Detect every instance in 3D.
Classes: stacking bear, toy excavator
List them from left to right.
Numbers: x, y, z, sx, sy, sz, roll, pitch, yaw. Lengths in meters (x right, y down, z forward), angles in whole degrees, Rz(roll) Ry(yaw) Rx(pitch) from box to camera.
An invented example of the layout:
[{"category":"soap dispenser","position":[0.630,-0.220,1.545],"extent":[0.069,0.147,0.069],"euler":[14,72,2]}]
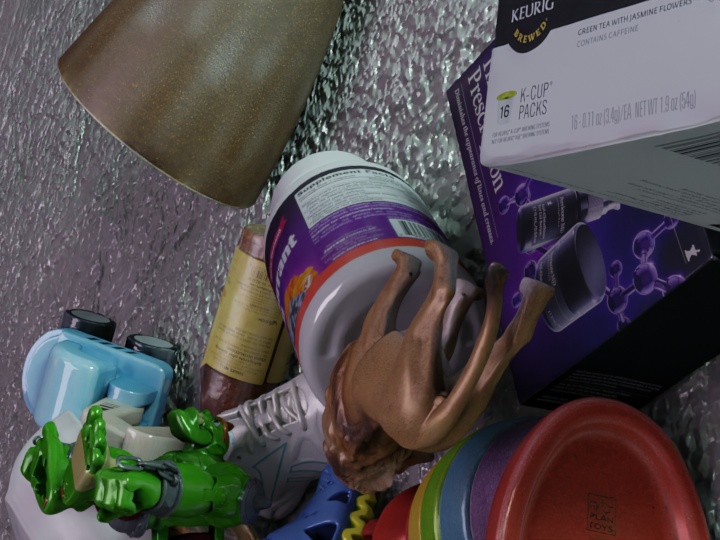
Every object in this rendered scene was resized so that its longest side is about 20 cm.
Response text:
[{"category":"toy excavator","position":[-0.209,0.113,1.095],"extent":[0.200,0.192,0.101],"euler":[-15,-58,-75]},{"category":"stacking bear","position":[0.071,0.139,0.685],"extent":[0.200,0.120,0.115],"euler":[-33,46,59]}]

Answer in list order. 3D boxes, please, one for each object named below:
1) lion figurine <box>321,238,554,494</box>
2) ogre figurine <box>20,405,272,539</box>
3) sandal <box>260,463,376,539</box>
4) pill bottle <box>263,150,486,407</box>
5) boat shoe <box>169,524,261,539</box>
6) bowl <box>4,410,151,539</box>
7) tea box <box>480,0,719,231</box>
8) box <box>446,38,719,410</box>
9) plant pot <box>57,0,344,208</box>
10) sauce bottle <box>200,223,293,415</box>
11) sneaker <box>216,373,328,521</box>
[{"category":"lion figurine","position":[0.026,0.054,0.649],"extent":[0.200,0.072,0.124],"euler":[128,167,-83]},{"category":"ogre figurine","position":[-0.139,0.137,0.858],"extent":[0.200,0.119,0.099],"euler":[-37,47,50]},{"category":"sandal","position":[-0.049,0.189,0.815],"extent":[0.201,0.086,0.080],"euler":[-62,-8,-47]},{"category":"pill bottle","position":[0.000,0.000,0.821],"extent":[0.112,0.110,0.200],"euler":[-66,22,19]},{"category":"boat shoe","position":[-0.064,0.226,0.901],"extent":[0.200,0.069,0.074],"euler":[44,133,45]},{"category":"bowl","position":[-0.199,0.228,0.999],"extent":[0.200,0.074,0.201],"euler":[49,152,33]},{"category":"tea box","position":[0.170,-0.121,0.515],"extent":[0.133,0.198,0.199],"euler":[-6,75,57]},{"category":"box","position":[0.128,-0.047,0.679],"extent":[0.141,0.078,0.202],"euler":[-42,46,40]},{"category":"plant pot","position":[-0.098,-0.185,1.016],"extent":[0.201,0.186,0.187],"euler":[-52,38,13]},{"category":"sauce bottle","position":[-0.087,0.068,0.995],"extent":[0.066,0.065,0.202],"euler":[32,105,57]},{"category":"sneaker","position":[-0.052,0.113,0.913],"extent":[0.200,0.080,0.071],"euler":[-47,41,38]}]
